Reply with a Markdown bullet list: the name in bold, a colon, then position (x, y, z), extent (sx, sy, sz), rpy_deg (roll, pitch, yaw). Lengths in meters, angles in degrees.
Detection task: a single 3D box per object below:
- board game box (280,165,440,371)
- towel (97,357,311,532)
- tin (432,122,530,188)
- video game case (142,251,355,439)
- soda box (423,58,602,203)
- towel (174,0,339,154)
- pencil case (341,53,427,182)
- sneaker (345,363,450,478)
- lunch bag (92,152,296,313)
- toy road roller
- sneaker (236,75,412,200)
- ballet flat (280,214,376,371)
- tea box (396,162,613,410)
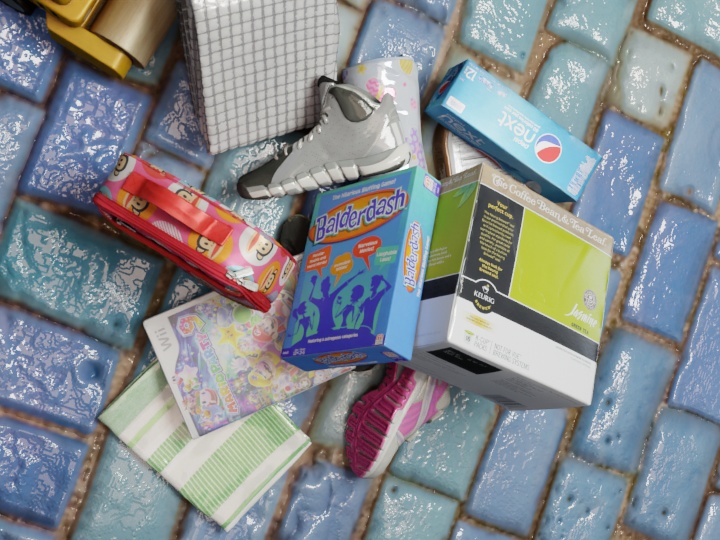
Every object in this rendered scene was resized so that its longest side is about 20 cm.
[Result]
- **board game box**: position (0.000, 0.000, 0.980), extent (0.045, 0.152, 0.201), rpy_deg (32, 59, -38)
- **towel**: position (-0.172, 0.180, 1.064), extent (0.153, 0.023, 0.200), rpy_deg (-46, 102, -9)
- **tin**: position (0.150, -0.108, 1.134), extent (0.111, 0.042, 0.202), rpy_deg (-9, 94, -10)
- **video game case**: position (-0.122, 0.083, 1.043), extent (0.199, 0.018, 0.144), rpy_deg (-23, 94, -6)
- **soda box**: position (0.177, -0.158, 1.086), extent (0.199, 0.068, 0.064), rpy_deg (34, 84, -13)
- **towel**: position (-0.108, -0.239, 0.997), extent (0.165, 0.086, 0.201), rpy_deg (-20, 137, -20)
- **pencil case**: position (0.035, -0.145, 1.076), extent (0.090, 0.083, 0.201), rpy_deg (-10, 93, 3)
- **sneaker**: position (0.057, 0.160, 1.094), extent (0.088, 0.081, 0.201), rpy_deg (25, 99, -35)
- **lunch bag**: position (-0.168, -0.041, 0.956), extent (0.199, 0.176, 0.082), rpy_deg (30, 82, 12)
- **toy road roller**: position (-0.286, -0.301, 0.953), extent (0.199, 0.146, 0.123), rpy_deg (32, 84, -14)
- **sneaker**: position (-0.049, -0.149, 1.018), extent (0.199, 0.075, 0.116), rpy_deg (-12, 100, 10)
- **ballet flat**: position (-0.038, 0.028, 1.090), extent (0.066, 0.057, 0.201), rpy_deg (-25, 93, 13)
- **tea box**: position (0.146, 0.025, 0.999), extent (0.199, 0.133, 0.198), rpy_deg (26, 68, -27)
